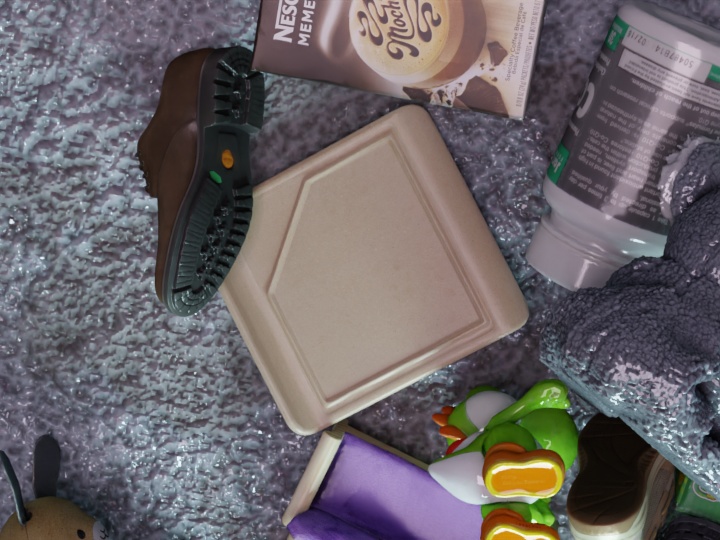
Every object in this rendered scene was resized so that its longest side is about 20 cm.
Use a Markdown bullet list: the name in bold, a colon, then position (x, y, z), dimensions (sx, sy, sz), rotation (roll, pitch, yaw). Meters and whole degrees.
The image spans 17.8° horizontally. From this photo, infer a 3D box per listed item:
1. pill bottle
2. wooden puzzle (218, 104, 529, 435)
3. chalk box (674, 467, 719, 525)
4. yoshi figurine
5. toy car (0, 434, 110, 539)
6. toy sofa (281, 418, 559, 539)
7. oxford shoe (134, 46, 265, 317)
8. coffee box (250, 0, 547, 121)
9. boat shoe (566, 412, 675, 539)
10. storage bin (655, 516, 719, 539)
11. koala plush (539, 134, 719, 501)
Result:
- **pill bottle**: position (0.199, -0.081, 1.638), dimensions (0.113, 0.113, 0.200), rotation (23, 104, 2)
- **wooden puzzle**: position (0.000, 0.000, 1.715), dimensions (0.200, 0.037, 0.185), rotation (-28, 87, 9)
- **chalk box**: position (0.300, 0.125, 1.668), dimensions (0.124, 0.125, 0.200), rotation (19, 104, 3)
- **yoshi figurine**: position (0.122, 0.136, 1.661), dimensions (0.112, 0.200, 0.112), rotation (-38, 107, 9)
- **toy car**: position (-0.213, 0.220, 1.750), dimensions (0.158, 0.164, 0.200), rotation (-24, 87, 12)
- **toy sofa**: position (0.047, 0.196, 1.731), dimensions (0.200, 0.098, 0.083), rotation (26, 103, 1)
- **oxford shoe**: position (-0.126, -0.065, 1.698), dimensions (0.084, 0.073, 0.200), rotation (4, 80, 36)
- **coffee box**: position (0.031, -0.184, 1.652), dimensions (0.200, 0.080, 0.113), rotation (10, 105, 5)
- **boat shoe**: position (0.191, 0.157, 1.656), dimensions (0.072, 0.200, 0.065), rotation (-2, 114, 17)
- **storage bin**: position (0.247, 0.275, 1.670), dimensions (0.135, 0.094, 0.200), rotation (26, 148, 1)
- **koala plush**: position (0.232, 0.020, 1.523), dimensions (0.177, 0.184, 0.200), rotation (37, 88, 32)
